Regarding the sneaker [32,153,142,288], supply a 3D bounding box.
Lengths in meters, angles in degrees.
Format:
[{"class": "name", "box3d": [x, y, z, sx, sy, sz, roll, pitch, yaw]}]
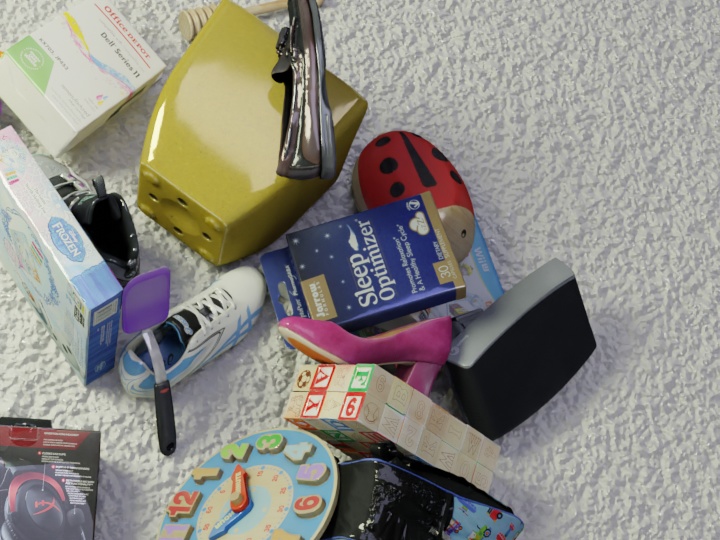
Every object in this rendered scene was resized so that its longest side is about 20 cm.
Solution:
[{"class": "sneaker", "box3d": [-0.289, -0.069, 1.253, 0.077, 0.140, 0.200, -36, 79, -28]}]

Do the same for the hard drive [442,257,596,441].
[{"class": "hard drive", "box3d": [0.182, 0.091, 1.332, 0.199, 0.042, 0.136, -37, 118, -28]}]

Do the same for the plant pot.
[{"class": "plant pot", "box3d": [-0.140, -0.128, 1.306, 0.195, 0.195, 0.201, 36, 65, 4]}]

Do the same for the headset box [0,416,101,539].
[{"class": "headset box", "box3d": [-0.324, 0.233, 1.129, 0.146, 0.075, 0.203, 5, 63, -15]}]

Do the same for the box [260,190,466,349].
[{"class": "box", "box3d": [0.000, 0.000, 1.264, 0.197, 0.033, 0.122, -18, 64, -4]}]

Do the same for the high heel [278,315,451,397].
[{"class": "high heel", "box3d": [0.010, 0.060, 1.214, 0.198, 0.067, 0.097, 25, 78, -26]}]

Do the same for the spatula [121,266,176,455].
[{"class": "spatula", "box3d": [-0.204, 0.095, 1.194, 0.056, 0.020, 0.203, -20, 114, -36]}]

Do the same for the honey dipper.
[{"class": "honey dipper", "box3d": [-0.130, -0.322, 1.493, 0.198, 0.038, 0.038, -18, 70, -28]}]

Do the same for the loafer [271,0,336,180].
[{"class": "loafer", "box3d": [-0.064, -0.188, 1.209, 0.062, 0.072, 0.203, -6, 76, -7]}]

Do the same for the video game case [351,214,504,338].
[{"class": "video game case", "box3d": [0.063, 0.006, 1.393, 0.197, 0.018, 0.145, -10, 67, -21]}]

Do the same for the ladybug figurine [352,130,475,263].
[{"class": "ladybug figurine", "box3d": [0.063, -0.092, 1.394, 0.134, 0.072, 0.201, -15, 57, -24]}]

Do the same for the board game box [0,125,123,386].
[{"class": "board game box", "box3d": [-0.307, -0.008, 1.183, 0.043, 0.200, 0.200, -32, 77, -26]}]

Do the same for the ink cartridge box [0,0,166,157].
[{"class": "ink cartridge box", "box3d": [-0.301, -0.230, 1.339, 0.117, 0.067, 0.200, 48, 48, -8]}]

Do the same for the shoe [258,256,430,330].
[{"class": "shoe", "box3d": [-0.008, 0.000, 1.323, 0.198, 0.072, 0.092, 16, 60, 16]}]

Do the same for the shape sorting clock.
[{"class": "shape sorting clock", "box3d": [-0.111, 0.229, 1.151, 0.201, 0.198, 0.039, -56, 127, -30]}]

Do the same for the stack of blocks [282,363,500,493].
[{"class": "stack of blocks", "box3d": [0.034, 0.164, 1.213, 0.199, 0.114, 0.059, 35, 64, -34]}]

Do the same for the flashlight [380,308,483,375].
[{"class": "flashlight", "box3d": [0.057, 0.094, 1.313, 0.198, 0.069, 0.068, -20, 27, -20]}]

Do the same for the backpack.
[{"class": "backpack", "box3d": [0.051, 0.264, 1.176, 0.198, 0.182, 0.136, 23, 68, -19]}]

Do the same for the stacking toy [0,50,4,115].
[{"class": "stacking toy", "box3d": [-0.430, -0.171, 1.296, 0.115, 0.110, 0.202, 30, 47, -18]}]

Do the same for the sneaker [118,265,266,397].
[{"class": "sneaker", "box3d": [-0.171, 0.059, 1.266, 0.072, 0.073, 0.200, 43, 59, 10]}]
